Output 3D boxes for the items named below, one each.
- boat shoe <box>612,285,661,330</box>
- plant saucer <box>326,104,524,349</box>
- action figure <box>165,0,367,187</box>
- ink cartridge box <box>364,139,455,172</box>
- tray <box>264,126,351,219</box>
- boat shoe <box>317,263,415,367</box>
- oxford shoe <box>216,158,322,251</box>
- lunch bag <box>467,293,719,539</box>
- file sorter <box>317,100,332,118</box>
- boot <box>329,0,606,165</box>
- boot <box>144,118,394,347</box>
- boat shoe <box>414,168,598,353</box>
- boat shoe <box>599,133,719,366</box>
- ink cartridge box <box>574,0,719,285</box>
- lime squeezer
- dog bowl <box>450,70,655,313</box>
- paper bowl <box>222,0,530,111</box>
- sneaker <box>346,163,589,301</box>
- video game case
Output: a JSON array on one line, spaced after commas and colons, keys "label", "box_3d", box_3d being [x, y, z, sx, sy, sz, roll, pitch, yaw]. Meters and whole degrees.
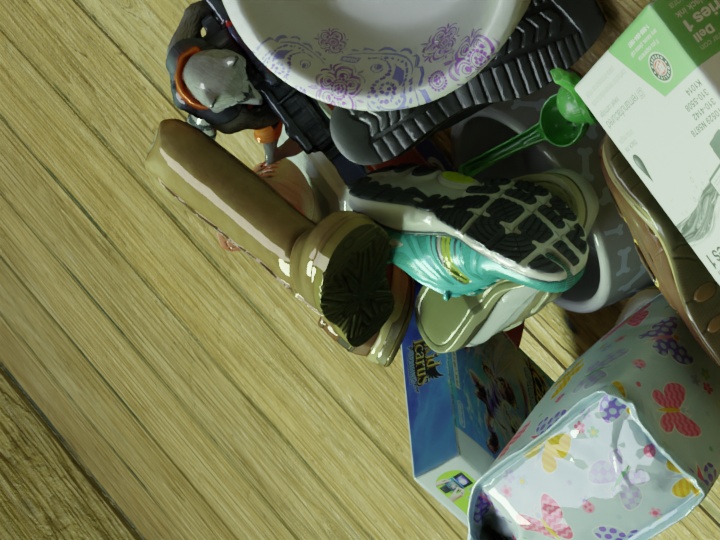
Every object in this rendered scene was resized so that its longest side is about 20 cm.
[{"label": "boat shoe", "box_3d": [0.222, 0.092, 1.577, 0.073, 0.065, 0.200, 20, 125, 27]}, {"label": "plant saucer", "box_3d": [0.048, -0.056, 1.640, 0.200, 0.037, 0.200, 50, -178, -44]}, {"label": "action figure", "box_3d": [-0.087, -0.115, 1.572, 0.200, 0.105, 0.193, 52, 178, 8]}, {"label": "ink cartridge box", "box_3d": [0.006, -0.089, 1.842, 0.200, 0.041, 0.200, 51, 160, 16]}, {"label": "tray", "box_3d": [-0.041, -0.077, 1.805, 0.200, 0.022, 0.108, -126, 31, -46]}, {"label": "boat shoe", "box_3d": [0.000, 0.001, 1.630, 0.200, 0.067, 0.072, -91, 22, -64]}, {"label": "oxford shoe", "box_3d": [-0.077, -0.055, 1.691, 0.200, 0.071, 0.074, 41, -145, -77]}, {"label": "lunch bag", "box_3d": [0.174, 0.123, 1.472, 0.127, 0.170, 0.200, 49, 130, -2]}, {"label": "file sorter", "box_3d": [0.002, -0.218, 1.529, 0.139, 0.124, 0.200, 50, 160, 20]}, {"label": "boot", "box_3d": [0.081, -0.146, 1.478, 0.078, 0.200, 0.138, 66, -163, -2]}, {"label": "boot", "box_3d": [-0.072, -0.040, 1.490, 0.200, 0.066, 0.175, 39, 163, 19]}, {"label": "boat shoe", "box_3d": [0.112, -0.012, 1.499, 0.200, 0.068, 0.075, -44, 64, 49]}, {"label": "boat shoe", "box_3d": [0.222, -0.013, 1.404, 0.200, 0.072, 0.068, 61, 171, 7]}, {"label": "ink cartridge box", "box_3d": [0.235, -0.072, 1.267, 0.200, 0.084, 0.146, 55, 161, 6]}, {"label": "lime squeezer", "box_3d": [0.126, -0.107, 1.410, 0.200, 0.071, 0.038, 135, 134, -70]}, {"label": "dog bowl", "box_3d": [0.141, -0.057, 1.551, 0.200, 0.059, 0.200, 46, 159, 24]}, {"label": "paper bowl", "box_3d": [0.015, -0.208, 1.338, 0.201, 0.200, 0.104, 60, -156, -11]}, {"label": "sneaker", "box_3d": [0.076, -0.019, 1.440, 0.200, 0.077, 0.080, 19, 130, 45]}, {"label": "video game case", "box_3d": [0.102, 0.122, 1.631, 0.181, 0.045, 0.200, 44, -153, -36]}]
